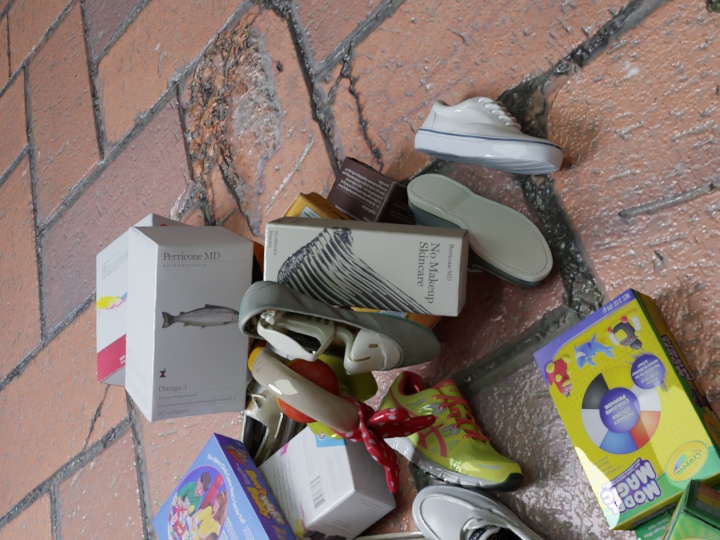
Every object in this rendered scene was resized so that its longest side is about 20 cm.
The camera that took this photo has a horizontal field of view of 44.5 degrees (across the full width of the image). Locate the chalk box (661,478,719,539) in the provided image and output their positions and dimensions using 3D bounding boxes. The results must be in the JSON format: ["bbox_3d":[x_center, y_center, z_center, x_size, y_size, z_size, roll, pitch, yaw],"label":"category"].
[{"bbox_3d":[0.265,0.232,0.620,0.123,0.124,0.202,24,95,23],"label":"chalk box"}]

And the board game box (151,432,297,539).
[{"bbox_3d":[-0.146,0.295,0.955,0.135,0.045,0.200,-54,41,10],"label":"board game box"}]

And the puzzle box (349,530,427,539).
[{"bbox_3d":[0.023,0.345,0.921,0.199,0.025,0.135,-21,62,40],"label":"puzzle box"}]

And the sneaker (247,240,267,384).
[{"bbox_3d":[-0.150,0.060,1.097,0.091,0.075,0.203,8,109,32],"label":"sneaker"}]

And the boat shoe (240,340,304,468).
[{"bbox_3d":[-0.104,0.158,1.037,0.074,0.068,0.203,20,110,56],"label":"boat shoe"}]

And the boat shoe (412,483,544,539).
[{"bbox_3d":[0.119,0.254,0.808,0.199,0.066,0.072,30,87,40],"label":"boat shoe"}]

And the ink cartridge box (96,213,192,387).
[{"bbox_3d":[-0.270,0.050,1.227,0.144,0.145,0.202,-30,58,35],"label":"ink cartridge box"}]

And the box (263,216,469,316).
[{"bbox_3d":[0.006,-0.006,0.879,0.197,0.068,0.083,3,99,12],"label":"box"}]

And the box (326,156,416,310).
[{"bbox_3d":[-0.008,-0.019,1.040,0.100,0.075,0.202,33,99,45],"label":"box"}]

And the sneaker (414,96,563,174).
[{"bbox_3d":[0.134,-0.149,0.938,0.199,0.073,0.072,20,94,47],"label":"sneaker"}]

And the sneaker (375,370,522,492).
[{"bbox_3d":[0.085,0.157,0.884,0.199,0.078,0.091,21,89,47],"label":"sneaker"}]

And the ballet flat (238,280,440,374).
[{"bbox_3d":[-0.022,0.068,0.844,0.064,0.198,0.068,-74,3,-46],"label":"ballet flat"}]

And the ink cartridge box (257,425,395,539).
[{"bbox_3d":[-0.063,0.258,0.982,0.200,0.068,0.116,-41,39,22],"label":"ink cartridge box"}]

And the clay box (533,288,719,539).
[{"bbox_3d":[0.239,0.131,0.757,0.115,0.047,0.202,-40,51,29],"label":"clay box"}]

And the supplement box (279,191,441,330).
[{"bbox_3d":[0.000,0.000,0.951,0.200,0.067,0.069,42,102,6],"label":"supplement box"}]

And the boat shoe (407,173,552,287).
[{"bbox_3d":[0.125,-0.034,0.934,0.200,0.072,0.062,39,148,38],"label":"boat shoe"}]

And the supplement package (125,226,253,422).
[{"bbox_3d":[-0.200,0.056,1.018,0.117,0.116,0.203,25,114,59],"label":"supplement package"}]

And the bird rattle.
[{"bbox_3d":[-0.034,0.134,0.862,0.113,0.162,0.200,-59,25,7],"label":"bird rattle"}]
